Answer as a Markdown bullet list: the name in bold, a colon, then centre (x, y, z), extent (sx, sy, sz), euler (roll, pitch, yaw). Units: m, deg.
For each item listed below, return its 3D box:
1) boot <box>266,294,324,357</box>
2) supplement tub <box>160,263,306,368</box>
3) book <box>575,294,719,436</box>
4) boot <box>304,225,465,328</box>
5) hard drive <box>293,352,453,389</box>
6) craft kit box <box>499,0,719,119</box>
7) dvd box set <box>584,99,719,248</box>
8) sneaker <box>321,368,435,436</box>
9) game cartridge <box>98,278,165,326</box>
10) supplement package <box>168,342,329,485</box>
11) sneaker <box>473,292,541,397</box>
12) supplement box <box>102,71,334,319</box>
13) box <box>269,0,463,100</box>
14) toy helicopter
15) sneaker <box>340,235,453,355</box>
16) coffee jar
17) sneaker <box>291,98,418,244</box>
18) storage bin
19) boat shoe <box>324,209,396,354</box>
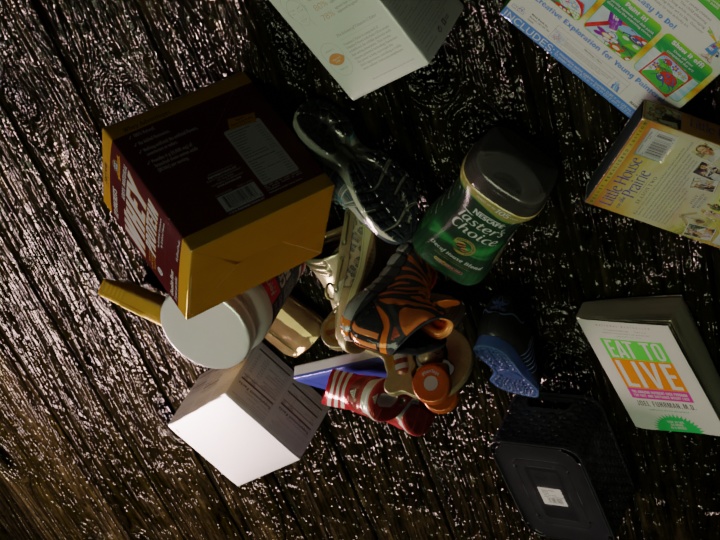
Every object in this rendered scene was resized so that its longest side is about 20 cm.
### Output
- **boot**: centre (-0.166, 0.057, 1.931), extent (0.199, 0.067, 0.175), euler (39, 145, -11)
- **supplement tub**: centre (-0.161, 0.015, 1.745), extent (0.138, 0.201, 0.142), euler (11, 129, 14)
- **book**: centre (0.356, 0.116, 1.631), extent (0.132, 0.048, 0.201), euler (-1, 134, 43)
- **boot**: centre (0.025, 0.016, 1.737), extent (0.198, 0.073, 0.157), euler (1, 133, 40)
- **hard drive**: centre (0.020, 0.141, 1.872), extent (0.131, 0.026, 0.199), euler (20, 156, -38)
- **craft kit box**: centre (0.260, -0.249, 1.276), extent (0.199, 0.049, 0.197), euler (37, 146, -7)
- **dvd box set**: centre (0.344, -0.088, 1.367), extent (0.197, 0.030, 0.147), euler (18, 145, -5)
- **sneaker**: centre (0.021, 0.166, 1.832), extent (0.114, 0.079, 0.200), euler (16, 171, 31)
- **game cartridge**: centre (-0.269, 0.068, 1.966), extent (0.198, 0.033, 0.176), euler (23, 180, 11)
- **supplement package**: centre (-0.172, 0.223, 2.089), extent (0.156, 0.111, 0.199), euler (42, 143, -14)
- **sneaker**: centre (0.195, 0.098, 1.713), extent (0.069, 0.079, 0.200), euler (11, 161, 22)
- **supplement box**: centre (-0.171, -0.091, 1.592), extent (0.201, 0.196, 0.134), euler (51, 152, 25)
- **box**: centre (-0.011, -0.294, 1.380), extent (0.124, 0.098, 0.200), euler (-17, 122, 47)
- **toy helicopter**: centre (0.046, 0.087, 1.672), extent (0.197, 0.134, 0.079), euler (16, 169, 18)
- **sneaker**: centre (0.073, 0.035, 1.602), extent (0.111, 0.200, 0.078), euler (22, 142, 27)
- **coffee jar**: centre (0.140, -0.072, 1.533), extent (0.104, 0.086, 0.200), euler (33, 144, -1)
- **sneaker**: centre (-0.009, -0.110, 1.606), extent (0.201, 0.077, 0.086), euler (51, 153, 6)
- **storage bin**: centre (0.272, 0.266, 1.820), extent (0.134, 0.094, 0.201), euler (2, 133, 35)
- **boat shoe**: centre (0.000, 0.000, 1.654), extent (0.062, 0.203, 0.073), euler (8, 171, 37)
